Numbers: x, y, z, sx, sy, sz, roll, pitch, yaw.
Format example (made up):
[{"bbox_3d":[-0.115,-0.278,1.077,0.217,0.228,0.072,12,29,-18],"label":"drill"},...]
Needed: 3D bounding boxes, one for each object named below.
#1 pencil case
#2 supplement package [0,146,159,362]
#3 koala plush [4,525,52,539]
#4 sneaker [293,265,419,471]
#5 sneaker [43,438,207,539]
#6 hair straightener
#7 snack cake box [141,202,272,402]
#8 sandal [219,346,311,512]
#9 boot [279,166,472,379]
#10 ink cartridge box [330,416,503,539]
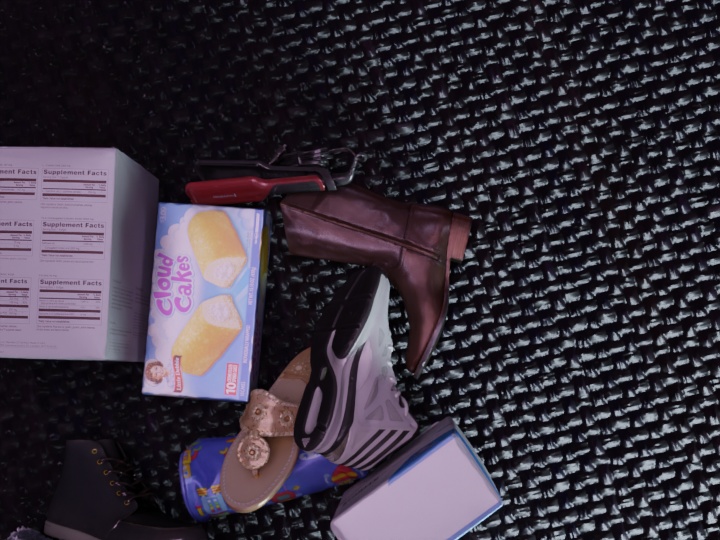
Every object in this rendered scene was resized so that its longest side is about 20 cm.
[{"bbox_3d":[-0.088,0.194,1.282,0.199,0.078,0.087,-16,69,3],"label":"pencil case"},{"bbox_3d":[-0.297,-0.010,1.257,0.146,0.191,0.201,1,85,3],"label":"supplement package"},{"bbox_3d":[-0.318,0.356,1.250,0.183,0.177,0.201,-17,84,-9],"label":"koala plush"},{"bbox_3d":[0.010,0.104,1.242,0.115,0.075,0.202,31,65,-32],"label":"sneaker"},{"bbox_3d":[-0.238,0.229,1.266,0.199,0.075,0.107,3,84,29],"label":"sneaker"},{"bbox_3d":[-0.085,-0.113,1.307,0.199,0.041,0.077,-7,46,21],"label":"hair straightener"},{"bbox_3d":[-0.160,0.034,1.307,0.114,0.067,0.201,4,85,4],"label":"snack cake box"},{"bbox_3d":[-0.088,0.135,1.236,0.077,0.070,0.212,6,43,28],"label":"sandal"},{"bbox_3d":[0.000,0.000,1.300,0.199,0.064,0.187,16,77,3],"label":"boot"},{"bbox_3d":[0.055,0.222,1.211,0.144,0.200,0.085,-36,88,1],"label":"ink cartridge box"}]
